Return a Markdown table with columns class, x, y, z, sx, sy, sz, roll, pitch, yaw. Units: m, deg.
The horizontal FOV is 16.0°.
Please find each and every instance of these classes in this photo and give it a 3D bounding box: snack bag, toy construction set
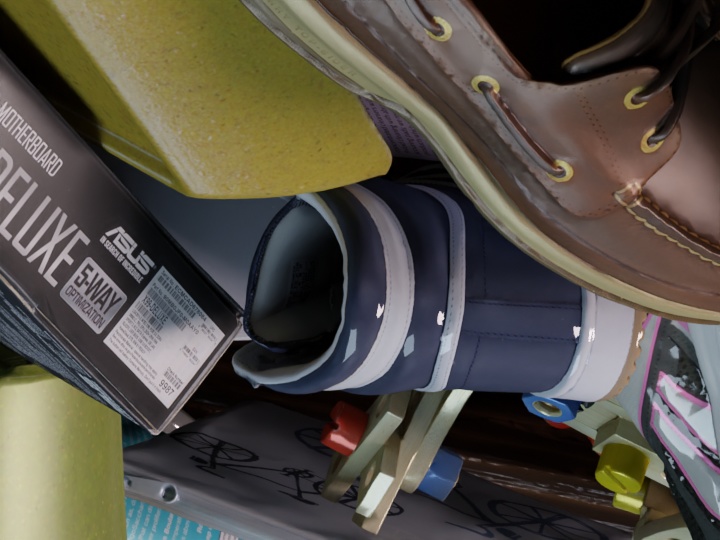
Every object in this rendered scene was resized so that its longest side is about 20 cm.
| class | x | y | z | sx | sy | sz | roll | pitch | yaw |
| --- | --- | --- | --- | --- | --- | --- | --- | --- | --- |
| snack bag | 0.008 | 0.099 | 1.009 | 0.187 | 0.022 | 0.200 | 19 | -171 | 15 |
| toy construction set | 0.088 | 0.063 | 0.945 | 0.199 | 0.093 | 0.131 | 13 | 158 | -15 |

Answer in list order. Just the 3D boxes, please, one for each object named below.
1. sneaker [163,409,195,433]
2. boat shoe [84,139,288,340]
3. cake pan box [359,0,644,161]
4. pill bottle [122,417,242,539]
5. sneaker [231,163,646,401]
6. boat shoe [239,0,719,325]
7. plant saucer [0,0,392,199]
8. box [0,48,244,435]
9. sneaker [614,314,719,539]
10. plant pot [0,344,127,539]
| class | x | y | z | sx | sy | sz | roll | pitch | yaw |
| --- | --- | --- | --- | --- | --- | --- | --- | --- | --- |
| sneaker | -0.143 | 0.076 | 1.138 | 0.200 | 0.081 | 0.070 | 33 | 150 | -31 |
| boat shoe | -0.107 | -0.025 | 0.927 | 0.199 | 0.074 | 0.065 | 22 | 171 | 1 |
| cake pan box | 0.033 | -0.094 | 0.691 | 0.183 | 0.053 | 0.200 | 5 | 153 | 23 |
| pill bottle | -0.128 | 0.102 | 1.044 | 0.200 | 0.111 | 0.110 | 33 | 152 | -31 |
| sneaker | 0.000 | 0.000 | 0.807 | 0.108 | 0.071 | 0.200 | 3 | -176 | -21 |
| boat shoe | 0.054 | -0.050 | 0.622 | 0.200 | 0.072 | 0.067 | 35 | 153 | -25 |
| plant saucer | -0.105 | -0.099 | 0.700 | 0.199 | 0.049 | 0.200 | 30 | 164 | 33 |
| box | -0.144 | -0.044 | 0.768 | 0.157 | 0.050 | 0.200 | 25 | 163 | 43 |
| sneaker | 0.111 | 0.025 | 0.840 | 0.086 | 0.080 | 0.201 | 16 | 131 | 37 |
| plant pot | -0.155 | 0.108 | 0.887 | 0.198 | 0.191 | 0.200 | 6 | -167 | -1 |
